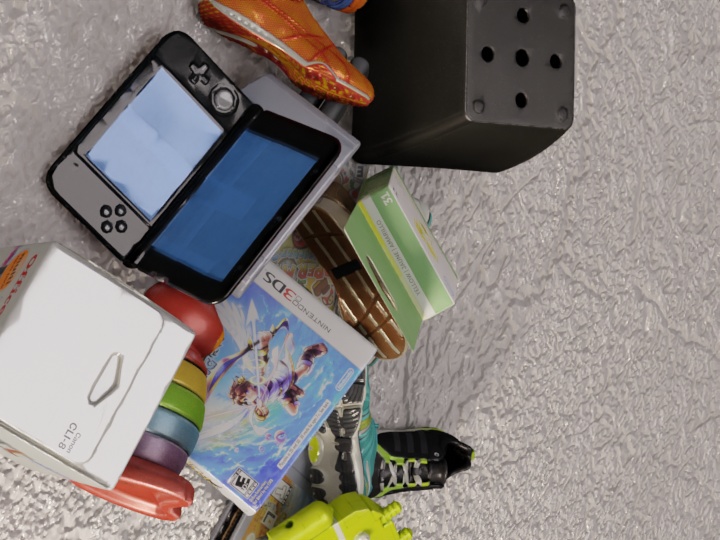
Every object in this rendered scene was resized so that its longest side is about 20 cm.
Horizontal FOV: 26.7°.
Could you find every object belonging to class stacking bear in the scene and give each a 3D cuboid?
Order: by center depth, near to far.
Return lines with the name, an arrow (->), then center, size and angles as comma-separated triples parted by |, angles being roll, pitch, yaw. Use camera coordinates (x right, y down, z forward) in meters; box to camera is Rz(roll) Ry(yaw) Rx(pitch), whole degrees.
stacking bear -> -0.180, 0.104, 1.355 | 0.113, 0.121, 0.202 | 19, 68, -9

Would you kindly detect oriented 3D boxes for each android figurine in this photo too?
android figurine -> -0.036, 0.308, 1.574 | 0.199, 0.041, 0.183 | -29, 130, -12

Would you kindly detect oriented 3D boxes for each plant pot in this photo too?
plant pot -> 0.119, -0.211, 1.585 | 0.198, 0.177, 0.202 | 2, 90, -29

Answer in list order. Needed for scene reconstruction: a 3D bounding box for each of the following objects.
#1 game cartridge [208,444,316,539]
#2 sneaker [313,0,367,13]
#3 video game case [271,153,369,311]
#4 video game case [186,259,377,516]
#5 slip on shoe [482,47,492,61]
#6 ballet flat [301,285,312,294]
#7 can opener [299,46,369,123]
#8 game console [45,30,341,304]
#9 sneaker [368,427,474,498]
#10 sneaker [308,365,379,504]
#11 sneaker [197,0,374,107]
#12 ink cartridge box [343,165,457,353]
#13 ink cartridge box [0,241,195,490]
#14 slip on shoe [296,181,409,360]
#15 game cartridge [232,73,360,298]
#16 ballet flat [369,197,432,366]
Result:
game cartridge -> -0.092, 0.272, 1.612 | 0.133, 0.041, 0.201 | 44, 65, -39
sneaker -> -0.024, -0.362, 1.529 | 0.078, 0.075, 0.202 | -6, 100, -44
video game case -> -0.076, -0.061, 1.568 | 0.199, 0.023, 0.184 | 19, 84, -49
video game case -> -0.112, 0.097, 1.447 | 0.181, 0.045, 0.201 | 38, 72, -2
slip on shoe -> 0.163, -0.256, 1.760 | 0.060, 0.076, 0.201 | 39, 71, -28
ballet flat -> -0.124, 0.093, 1.522 | 0.200, 0.068, 0.076 | -42, 152, -26
can opener -> -0.057, -0.137, 1.531 | 0.201, 0.052, 0.067 | -60, 169, -21
game console -> -0.149, -0.097, 1.362 | 0.172, 0.118, 0.201 | 46, 68, -22
sneaker -> 0.060, 0.216, 1.730 | 0.199, 0.082, 0.073 | -12, 107, -50
sneaker -> -0.018, 0.161, 1.615 | 0.079, 0.077, 0.202 | -22, 116, -62
sneaker -> -0.061, -0.228, 1.470 | 0.199, 0.073, 0.078 | 35, 72, -21
ink cartridge box -> 0.044, -0.016, 1.549 | 0.146, 0.048, 0.200 | 60, 11, -11
ink cartridge box -> -0.257, 0.075, 1.230 | 0.144, 0.199, 0.146 | 35, 71, -26
slip on shoe -> 0.000, 0.000, 1.587 | 0.201, 0.076, 0.061 | 57, 37, -17
game cartridge -> -0.108, -0.089, 1.454 | 0.201, 0.133, 0.041 | -53, 175, -20
ballet flat -> 0.016, 0.005, 1.665 | 0.069, 0.069, 0.202 | 39, 66, -45
